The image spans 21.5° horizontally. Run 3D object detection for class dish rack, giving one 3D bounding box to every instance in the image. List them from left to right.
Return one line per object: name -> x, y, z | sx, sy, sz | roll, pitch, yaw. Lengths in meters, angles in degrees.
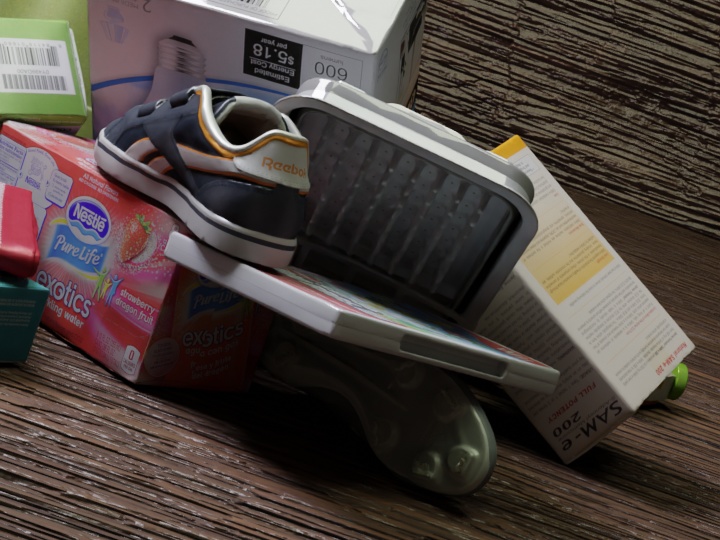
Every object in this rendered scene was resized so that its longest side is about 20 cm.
dish rack -> 0.014, -0.038, 1.163 | 0.171, 0.044, 0.200 | 26, -31, -1

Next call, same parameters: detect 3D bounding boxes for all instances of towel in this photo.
towel -> -0.274, -0.044, 1.057 | 0.199, 0.023, 0.145 | 16, 12, -14

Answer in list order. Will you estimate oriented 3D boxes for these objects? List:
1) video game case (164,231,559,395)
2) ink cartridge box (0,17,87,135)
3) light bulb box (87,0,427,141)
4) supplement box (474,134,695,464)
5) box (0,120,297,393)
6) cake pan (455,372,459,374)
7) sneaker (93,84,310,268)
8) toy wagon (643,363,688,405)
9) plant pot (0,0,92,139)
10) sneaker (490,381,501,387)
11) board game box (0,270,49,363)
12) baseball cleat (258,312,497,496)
video game case -> 0.004, 0.026, 1.079 | 0.143, 0.017, 0.200 | 24, 4, 42
ink cartridge box -> -0.288, -0.089, 1.274 | 0.147, 0.076, 0.200 | -1, -25, -30
light bulb box -> -0.068, -0.128, 1.255 | 0.198, 0.200, 0.125 | 17, 48, 11
supplement box -> 0.124, 0.017, 1.305 | 0.200, 0.074, 0.126 | 51, 34, 5
box -> -0.147, -0.010, 1.169 | 0.200, 0.103, 0.095 | 27, 12, 41
cake pan -> 0.000, 0.000, 1.333 | 0.200, 0.037, 0.201 | 15, 40, -12
sneaker -> -0.085, -0.069, 1.092 | 0.078, 0.080, 0.200 | 12, 12, -37
toy wagon -> 0.195, 0.073, 1.589 | 0.155, 0.040, 0.200 | 17, 11, -16
plant pot -> -0.261, -0.202, 1.666 | 0.200, 0.190, 0.200 | 23, 1, 0
sneaker -> 0.064, 0.029, 1.425 | 0.121, 0.084, 0.200 | 20, 0, -33
board game box -> -0.293, -0.009, 1.030 | 0.200, 0.047, 0.151 | 26, 10, 32
baseball cleat -> 0.023, 0.075, 1.138 | 0.200, 0.070, 0.106 | 37, 5, 37
